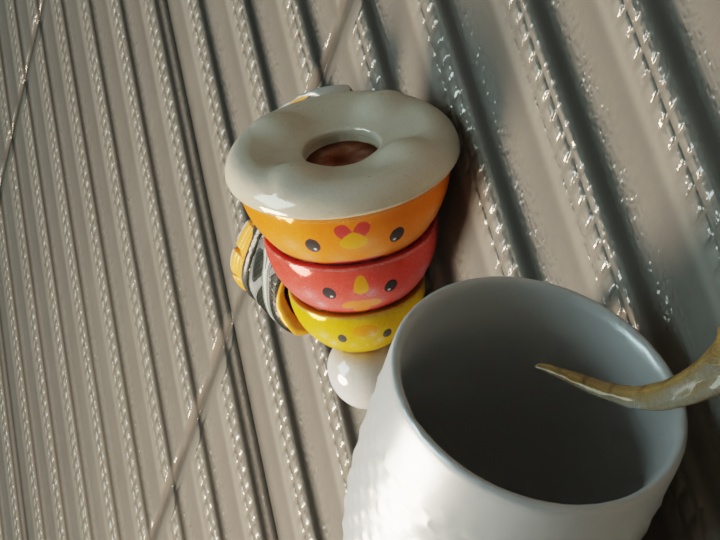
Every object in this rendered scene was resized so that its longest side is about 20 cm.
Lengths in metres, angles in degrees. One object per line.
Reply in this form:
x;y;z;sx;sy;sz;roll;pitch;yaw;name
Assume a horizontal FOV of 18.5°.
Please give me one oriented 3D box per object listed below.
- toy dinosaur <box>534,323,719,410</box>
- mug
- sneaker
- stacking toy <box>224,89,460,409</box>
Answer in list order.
0.169;0.037;0.957;0.200;0.060;0.107;-43;40;35;toy dinosaur
0.070;0.100;1.104;0.201;0.147;0.176;-69;-2;-48;mug
-0.031;-0.041;1.516;0.077;0.078;0.201;57;146;37;sneaker
0.000;0.000;1.388;0.146;0.145;0.201;-123;20;-58;stacking toy
